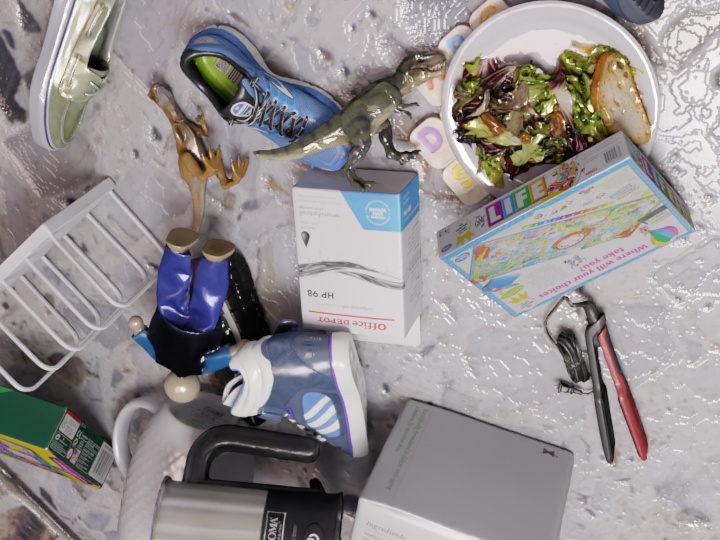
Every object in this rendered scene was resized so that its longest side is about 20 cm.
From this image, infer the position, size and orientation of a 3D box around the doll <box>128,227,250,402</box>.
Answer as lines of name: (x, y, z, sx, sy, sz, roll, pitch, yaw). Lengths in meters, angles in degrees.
doll: (-0.179, 0.059, 1.115, 0.136, 0.048, 0.200, 16, 118, 4)

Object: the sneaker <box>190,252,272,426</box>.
sneaker: (-0.153, 0.078, 1.180, 0.087, 0.076, 0.201, -7, 103, 29)

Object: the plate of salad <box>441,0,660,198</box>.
plate of salad: (0.169, -0.143, 0.955, 0.199, 0.048, 0.201, 7, 118, 14)

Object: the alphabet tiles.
alphabet tiles: (0.147, -0.150, 0.996, 0.200, 0.015, 0.196, -37, 98, 29)

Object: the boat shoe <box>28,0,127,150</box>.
boat shoe: (-0.293, -0.211, 1.088, 0.062, 0.072, 0.200, 24, 117, 10)

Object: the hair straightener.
hair straightener: (0.231, 0.113, 1.070, 0.077, 0.041, 0.200, -14, 114, 25)

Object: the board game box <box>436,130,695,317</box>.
board game box: (0.191, -0.036, 0.982, 0.200, 0.034, 0.134, -28, 136, 27)

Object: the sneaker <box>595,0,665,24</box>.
sneaker: (0.174, -0.278, 0.907, 0.200, 0.070, 0.082, 45, 141, -5)

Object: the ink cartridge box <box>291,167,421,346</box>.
ink cartridge box: (0.000, 0.000, 1.085, 0.116, 0.067, 0.201, 5, 116, 18)

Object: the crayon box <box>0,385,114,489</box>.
crayon box: (-0.405, 0.189, 1.257, 0.172, 0.058, 0.200, 17, 159, 12)

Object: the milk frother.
milk frother: (-0.113, 0.280, 1.124, 0.188, 0.181, 0.200, 6, 140, 1)

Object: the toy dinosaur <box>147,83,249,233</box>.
toy dinosaur: (-0.172, -0.103, 1.115, 0.106, 0.060, 0.201, 8, 113, 43)

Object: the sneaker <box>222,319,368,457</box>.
sneaker: (-0.070, 0.137, 1.126, 0.146, 0.081, 0.200, -6, 140, 5)

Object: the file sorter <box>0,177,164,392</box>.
file sorter: (-0.330, 0.020, 1.170, 0.200, 0.139, 0.125, -37, 100, 29)

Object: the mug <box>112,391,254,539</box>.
mug: (-0.216, 0.227, 1.231, 0.200, 0.148, 0.176, 27, 114, 29)

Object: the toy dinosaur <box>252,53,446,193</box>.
toy dinosaur: (0.005, -0.129, 1.003, 0.200, 0.047, 0.088, -32, 101, 0)

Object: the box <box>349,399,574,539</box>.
box: (0.101, 0.279, 1.103, 0.200, 0.199, 0.172, 18, 118, 10)

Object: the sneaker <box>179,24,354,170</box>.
sneaker: (-0.096, -0.159, 1.033, 0.200, 0.089, 0.079, 34, 120, -1)
